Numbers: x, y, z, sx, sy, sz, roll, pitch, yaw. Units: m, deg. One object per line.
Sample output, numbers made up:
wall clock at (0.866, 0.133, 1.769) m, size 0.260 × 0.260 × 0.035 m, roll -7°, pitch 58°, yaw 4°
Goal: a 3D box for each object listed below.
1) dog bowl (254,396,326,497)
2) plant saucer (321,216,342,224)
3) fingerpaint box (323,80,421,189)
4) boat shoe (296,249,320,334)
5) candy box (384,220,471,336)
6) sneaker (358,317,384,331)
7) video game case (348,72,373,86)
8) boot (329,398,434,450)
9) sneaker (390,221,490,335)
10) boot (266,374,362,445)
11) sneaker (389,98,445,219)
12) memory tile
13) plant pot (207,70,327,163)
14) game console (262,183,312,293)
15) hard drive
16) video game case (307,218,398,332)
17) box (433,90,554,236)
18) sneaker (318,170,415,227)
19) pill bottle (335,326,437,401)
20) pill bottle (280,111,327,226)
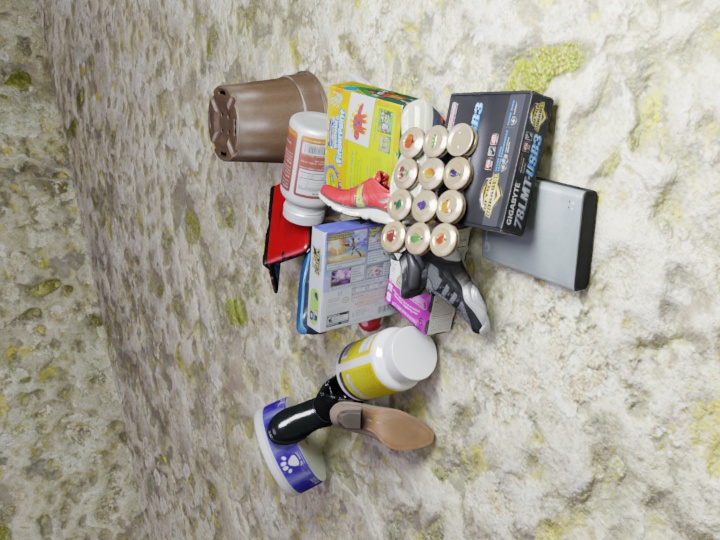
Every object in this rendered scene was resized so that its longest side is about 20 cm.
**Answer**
dog bowl at (-0.150, 0.378, 1.892) m, size 0.202 × 0.078 × 0.200 m, roll 63°, pitch -175°, yaw -10°
plant saucer at (-0.046, -0.010, 1.780) m, size 0.199 × 0.029 × 0.203 m, roll 18°, pitch 112°, yaw 55°
fingerpaint box at (0.021, -0.214, 1.538) m, size 0.166 × 0.073 × 0.203 m, roll 21°, pitch 119°, yaw 34°
boat shoe at (-0.089, 0.038, 1.763) m, size 0.084 × 0.068 × 0.203 m, roll 127°, pitch 150°, yaw -66°
candy box at (0.112, -0.010, 1.497) m, size 0.136 × 0.060 × 0.203 m, roll 39°, pitch 128°, yaw 48°
sneaker at (-0.007, 0.016, 1.629) m, size 0.077 × 0.115 × 0.203 m, roll -13°, pitch 86°, yaw 13°
video game case at (0.012, -0.238, 1.640) m, size 0.182 × 0.023 × 0.202 m, roll 48°, pitch 134°, yaw 42°
boot at (0.039, 0.285, 1.653) m, size 0.146 × 0.197 × 0.071 m, roll 64°, pitch -140°, yaw -86°
sneaker at (0.124, 0.030, 1.391) m, size 0.202 × 0.113 × 0.076 m, roll 61°, pitch -171°, yaw -14°
boot at (-0.083, 0.273, 1.757) m, size 0.074 × 0.196 × 0.163 m, roll 65°, pitch 151°, yaw 21°
sneaker at (0.104, -0.171, 1.412) m, size 0.074 × 0.084 × 0.203 m, roll -2°, pitch 71°, yaw 42°
memory tile at (0.102, -0.122, 1.325) m, size 0.152 × 0.017 × 0.203 m, roll 7°, pitch 84°, yaw 44°
plant pot at (-0.195, -0.303, 1.791) m, size 0.199 × 0.196 × 0.203 m, roll 22°, pitch 116°, yaw 54°
game console at (-0.140, -0.079, 1.858) m, size 0.171 × 0.119 × 0.202 m, roll -18°, pitch 54°, yaw 29°
hard drive at (0.255, -0.065, 1.281) m, size 0.199 × 0.033 × 0.142 m, roll 25°, pitch 118°, yaw 54°
video game case at (0.000, 0.000, 1.545) m, size 0.045 × 0.198 × 0.184 m, roll 27°, pitch 120°, yaw 46°
box at (0.186, -0.162, 1.302) m, size 0.198 × 0.049 × 0.203 m, roll 19°, pitch 97°, yaw 58°
sneaker at (0.018, -0.129, 1.488) m, size 0.198 × 0.077 × 0.086 m, roll 15°, pitch 97°, yaw 32°
pill bottle at (0.046, 0.168, 1.595) m, size 0.199 × 0.113 × 0.116 m, roll -27°, pitch 74°, yaw 57°
pill bottle at (-0.096, -0.194, 1.695) m, size 0.112 × 0.111 × 0.202 m, roll 44°, pitch 132°, yaw 44°
